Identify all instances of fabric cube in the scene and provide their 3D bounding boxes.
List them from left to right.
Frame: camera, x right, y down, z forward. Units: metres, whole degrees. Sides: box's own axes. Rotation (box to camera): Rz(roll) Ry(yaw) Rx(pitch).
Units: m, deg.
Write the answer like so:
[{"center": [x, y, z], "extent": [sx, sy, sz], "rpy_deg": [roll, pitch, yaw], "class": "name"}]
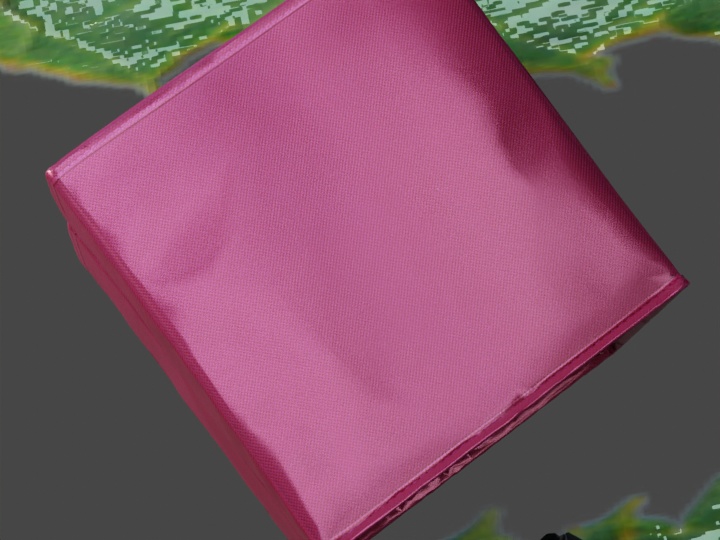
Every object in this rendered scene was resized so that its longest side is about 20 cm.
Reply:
[{"center": [0.000, 0.000, 0.910], "extent": [0.196, 0.200, 0.200], "rpy_deg": [-37, 83, -9], "class": "fabric cube"}]

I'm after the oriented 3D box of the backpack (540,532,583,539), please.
[{"center": [0.101, 0.246, 0.883], "extent": [0.182, 0.147, 0.201], "rpy_deg": [26, 74, 5], "class": "backpack"}]
